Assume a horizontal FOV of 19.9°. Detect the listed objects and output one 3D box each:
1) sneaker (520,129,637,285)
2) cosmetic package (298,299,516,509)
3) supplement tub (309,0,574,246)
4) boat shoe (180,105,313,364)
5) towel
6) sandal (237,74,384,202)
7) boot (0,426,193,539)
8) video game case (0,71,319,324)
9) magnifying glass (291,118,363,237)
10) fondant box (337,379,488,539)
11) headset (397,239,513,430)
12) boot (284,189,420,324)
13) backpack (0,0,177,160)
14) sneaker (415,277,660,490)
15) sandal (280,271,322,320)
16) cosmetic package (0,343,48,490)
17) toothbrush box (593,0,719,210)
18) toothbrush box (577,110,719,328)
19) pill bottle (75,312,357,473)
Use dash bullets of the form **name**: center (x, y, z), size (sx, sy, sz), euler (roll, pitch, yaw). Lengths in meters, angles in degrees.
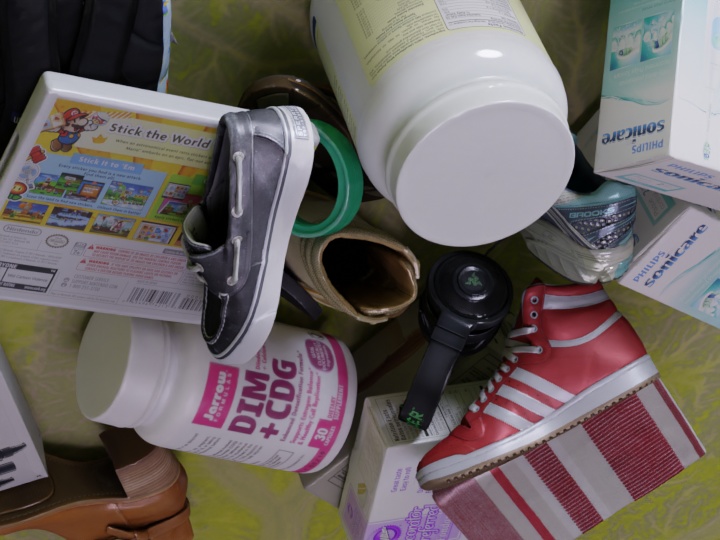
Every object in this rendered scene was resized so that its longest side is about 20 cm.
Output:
- **sneaker**: center (0.120, -0.075, 1.481), size (0.077, 0.199, 0.087), euler (-30, 142, -46)
- **cosmetic package**: center (0.043, 0.107, 1.683), size (0.200, 0.088, 0.103), euler (-39, 138, 16)
- **supplement tub**: center (0.055, -0.128, 1.375), size (0.144, 0.201, 0.146), euler (-11, 136, -11)
- **boat shoe**: center (-0.086, -0.020, 1.335), size (0.067, 0.072, 0.201), euler (-3, 134, -25)
- **towel**: center (0.167, 0.159, 1.627), size (0.199, 0.023, 0.144), euler (-33, 137, 6)
- **sandal**: center (-0.023, -0.103, 1.476), size (0.081, 0.055, 0.200), euler (-13, 158, 29)
- **boot**: center (-0.236, 0.209, 1.691), size (0.198, 0.074, 0.155), euler (-15, 140, -2)
- **video game case**: center (-0.151, -0.042, 1.353), size (0.199, 0.023, 0.182), euler (9, 131, -32)
- **magnifying glass**: center (-0.078, -0.064, 1.423), size (0.022, 0.199, 0.080), euler (-17, 105, -46)
- **fondant box**: center (0.091, 0.155, 1.645), size (0.198, 0.058, 0.145), euler (-6, 136, -19)
- **headset**: center (0.066, 0.019, 1.547), size (0.093, 0.201, 0.124), euler (25, 169, 3)
- **boot**: center (0.000, 0.000, 1.509), size (0.200, 0.155, 0.073), euler (37, 86, -39)
- **backpack**: center (-0.194, -0.170, 1.298), size (0.162, 0.155, 0.200), euler (-2, 154, -11)
- **sneaker**: center (0.114, 0.079, 1.543), size (0.199, 0.113, 0.071), euler (-28, 174, -3)
- **sandal**: center (-0.119, -0.011, 1.476), size (0.199, 0.075, 0.045), euler (30, 82, -9)
- **cosmetic package**: center (-0.305, 0.093, 1.564), size (0.082, 0.051, 0.201), euler (-18, 136, -4)
- **toothbrush box**: center (0.251, -0.152, 1.426), size (0.145, 0.202, 0.085), euler (12, 167, -31)
- **toothbrush box**: center (0.264, -0.036, 1.575), size (0.199, 0.147, 0.085), euler (22, 122, -34)
- **pill bottle**: center (-0.112, 0.087, 1.585), size (0.199, 0.114, 0.114), euler (14, 127, -31)
